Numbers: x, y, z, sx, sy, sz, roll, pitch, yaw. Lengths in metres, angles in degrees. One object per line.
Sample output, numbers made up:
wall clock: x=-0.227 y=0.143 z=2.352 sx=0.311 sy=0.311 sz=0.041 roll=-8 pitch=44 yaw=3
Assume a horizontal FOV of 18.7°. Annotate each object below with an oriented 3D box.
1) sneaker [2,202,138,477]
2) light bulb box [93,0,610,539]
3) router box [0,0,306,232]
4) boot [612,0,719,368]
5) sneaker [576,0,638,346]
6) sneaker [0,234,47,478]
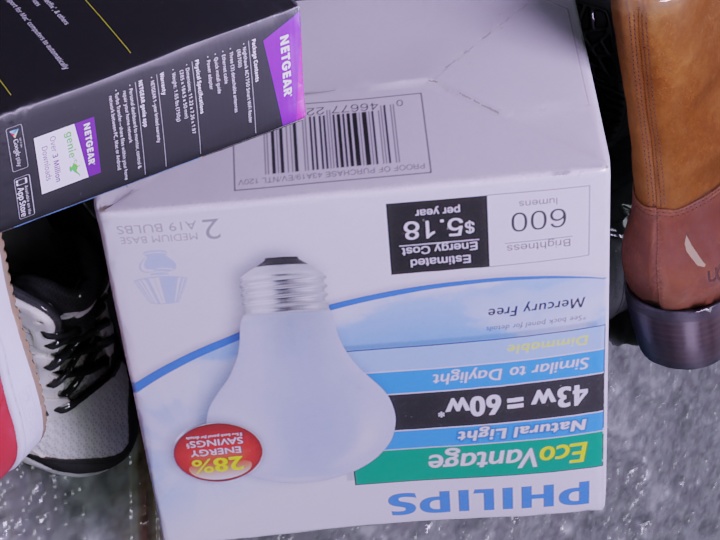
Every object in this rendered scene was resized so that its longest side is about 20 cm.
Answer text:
sneaker: x=-0.135 y=0.017 z=0.908 sx=0.076 sy=0.087 sz=0.201 roll=-44 pitch=130 yaw=-26
light bulb box: x=0.000 y=0.000 z=0.909 sx=0.197 sy=0.125 sz=0.201 roll=-5 pitch=134 yaw=1
router box: x=-0.131 y=-0.098 z=0.774 sx=0.149 sy=0.200 sz=0.051 roll=-22 pitch=135 yaw=-22
boot: x=0.148 y=-0.091 z=0.919 sx=0.188 sy=0.068 sz=0.201 roll=-50 pitch=142 yaw=-37
sneaker: x=0.132 y=-0.044 z=1.055 sx=0.104 sy=0.060 sz=0.201 roll=-17 pitch=117 yaw=-43
sneaker: x=-0.187 y=0.028 z=0.825 sx=0.113 sy=0.071 sz=0.201 roll=-52 pitch=140 yaw=-40
